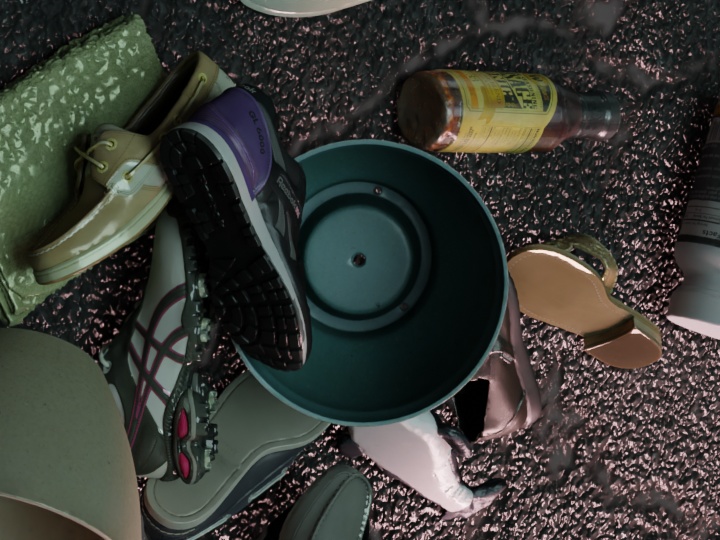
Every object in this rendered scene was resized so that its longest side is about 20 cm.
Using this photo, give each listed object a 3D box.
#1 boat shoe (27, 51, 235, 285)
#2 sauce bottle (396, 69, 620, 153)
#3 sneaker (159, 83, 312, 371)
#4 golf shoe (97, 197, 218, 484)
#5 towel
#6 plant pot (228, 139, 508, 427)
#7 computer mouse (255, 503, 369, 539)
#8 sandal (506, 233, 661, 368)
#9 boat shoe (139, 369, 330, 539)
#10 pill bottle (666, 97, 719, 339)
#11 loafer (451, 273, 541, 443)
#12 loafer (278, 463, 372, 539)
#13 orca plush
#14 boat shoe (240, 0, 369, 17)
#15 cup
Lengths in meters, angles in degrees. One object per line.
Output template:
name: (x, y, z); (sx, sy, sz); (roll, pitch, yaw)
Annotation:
boat shoe: (-0.157, -0.070, 1.599); (0.200, 0.074, 0.067); (-46, 113, -30)
sauce bottle: (0.120, -0.124, 1.867); (0.199, 0.066, 0.066); (-3, 100, -42)
sneaker: (-0.058, -0.029, 1.604); (0.088, 0.075, 0.201); (-44, 129, -38)
golf shoe: (-0.142, 0.049, 1.655); (0.088, 0.077, 0.201); (2, 98, 5)
towel: (-0.200, -0.072, 1.626); (0.200, 0.036, 0.149); (-38, 119, -28)
plant pot: (0.000, 0.000, 1.716); (0.199, 0.134, 0.202); (0, 98, -3)
computer mouse: (-0.089, 0.227, 1.767); (0.140, 0.046, 0.200); (41, 79, -35)
sandal: (0.177, 0.006, 1.949); (0.212, 0.077, 0.070); (37, 42, -44)
boat shoe: (-0.088, 0.131, 1.753); (0.200, 0.073, 0.063); (-39, 163, -35)
pill bottle: (0.331, -0.042, 2.021); (0.116, 0.116, 0.201); (21, 84, -40)
loafer: (0.084, 0.053, 1.858); (0.071, 0.073, 0.201); (-39, 120, -30)
loafer: (-0.031, 0.233, 1.716); (0.070, 0.070, 0.201); (41, 62, -42)
orca plush: (0.051, 0.119, 1.841); (0.200, 0.105, 0.071); (36, 53, -39)
boat shoe: (-0.006, -0.233, 1.745); (0.201, 0.072, 0.061); (-11, 64, -26)
cup: (-0.229, 0.124, 1.555); (0.200, 0.200, 0.144); (38, 48, -37)
